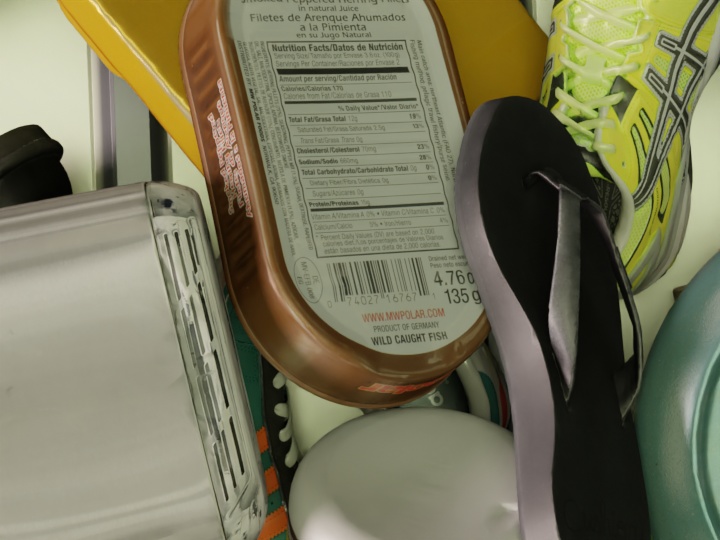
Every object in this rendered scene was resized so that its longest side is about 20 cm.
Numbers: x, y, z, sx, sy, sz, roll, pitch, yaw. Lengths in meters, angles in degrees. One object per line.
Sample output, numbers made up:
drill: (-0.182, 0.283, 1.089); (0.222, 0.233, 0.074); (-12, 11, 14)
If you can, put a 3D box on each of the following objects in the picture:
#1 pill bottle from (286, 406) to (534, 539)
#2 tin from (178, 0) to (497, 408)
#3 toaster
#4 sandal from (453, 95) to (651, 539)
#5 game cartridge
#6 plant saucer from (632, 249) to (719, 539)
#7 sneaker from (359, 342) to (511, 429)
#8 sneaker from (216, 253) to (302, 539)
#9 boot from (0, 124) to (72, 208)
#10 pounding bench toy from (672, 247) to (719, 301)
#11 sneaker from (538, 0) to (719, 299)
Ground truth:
pill bottle: (0.021, 0.163, 0.902); (0.109, 0.109, 0.201); (4, 124, 1)
tin: (-0.005, -0.045, 0.872); (0.112, 0.042, 0.201); (-2, 69, -32)
toaster: (-0.112, 0.044, 0.857); (0.129, 0.114, 0.201); (-13, 91, -3)
sandal: (0.086, 0.025, 0.848); (0.043, 0.076, 0.201); (-25, 69, 41)
game cartridge: (-0.028, -0.114, 0.931); (0.176, 0.032, 0.200); (-38, 86, -34)
plant saucer: (0.206, 0.067, 0.846); (0.199, 0.027, 0.201); (0, 90, 4)
sneaker: (0.000, 0.001, 0.943); (0.070, 0.093, 0.200); (-34, 90, 1)
sneaker: (-0.047, 0.093, 0.956); (0.080, 0.071, 0.201); (7, 102, -3)
boot: (-0.148, 0.060, 0.950); (0.158, 0.079, 0.211); (37, 101, 8)
pounding bench toy: (0.177, 0.060, 0.925); (0.199, 0.124, 0.157); (-16, 90, 2)
sneaker: (0.110, -0.076, 0.916); (0.075, 0.076, 0.201); (8, 112, 24)
